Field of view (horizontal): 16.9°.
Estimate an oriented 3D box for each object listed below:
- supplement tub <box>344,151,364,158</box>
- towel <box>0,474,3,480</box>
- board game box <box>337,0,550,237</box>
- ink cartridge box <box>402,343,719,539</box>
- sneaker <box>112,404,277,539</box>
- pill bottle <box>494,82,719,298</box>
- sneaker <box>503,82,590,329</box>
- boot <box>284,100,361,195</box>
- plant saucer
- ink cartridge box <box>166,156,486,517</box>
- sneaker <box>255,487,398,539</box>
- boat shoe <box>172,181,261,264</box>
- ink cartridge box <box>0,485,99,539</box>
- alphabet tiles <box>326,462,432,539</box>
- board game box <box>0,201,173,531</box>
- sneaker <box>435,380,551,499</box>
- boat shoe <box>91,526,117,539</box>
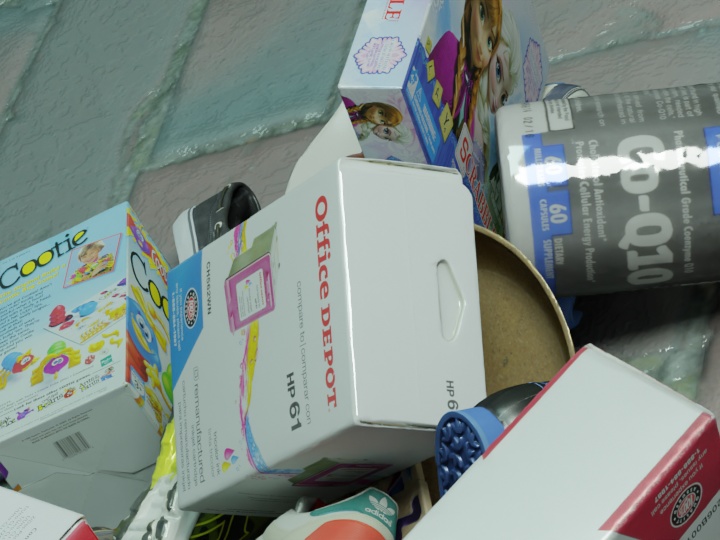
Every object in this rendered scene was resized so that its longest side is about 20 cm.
[{"bbox_3d":[0.000,0.000,1.511,0.106,0.107,0.201,-6,41,34],"label":"supplement tub"},{"bbox_3d":[-0.312,0.113,1.698,0.199,0.024,0.147,-17,37,22],"label":"towel"},{"bbox_3d":[0.054,-0.114,1.408,0.041,0.200,0.200,2,54,20],"label":"board game box"},{"bbox_3d":[0.109,0.158,1.123,0.083,0.200,0.145,27,63,37],"label":"ink cartridge box"},{"bbox_3d":[-0.086,0.148,1.419,0.074,0.084,0.201,4,68,64],"label":"sneaker"},{"bbox_3d":[0.180,-0.048,1.379,0.199,0.114,0.114,-6,36,3],"label":"pill bottle"},{"bbox_3d":[0.126,-0.034,1.496,0.085,0.077,0.201,-2,52,28],"label":"sneaker"},{"bbox_3d":[0.022,-0.088,1.653,0.073,0.090,0.201,28,91,31],"label":"boot"},{"bbox_3d":[0.051,0.072,1.357,0.199,0.035,0.202,-2,87,41],"label":"plant saucer"},{"bbox_3d":[-0.023,0.040,1.305,0.200,0.084,0.145,-30,60,52],"label":"ink cartridge box"},{"bbox_3d":[-0.041,0.176,1.297,0.200,0.070,0.094,-38,17,51],"label":"sneaker"},{"bbox_3d":[-0.076,-0.001,1.610,0.066,0.070,0.200,-42,24,10],"label":"boat shoe"},{"bbox_3d":[-0.145,0.215,1.261,0.175,0.200,0.084,11,51,47],"label":"ink cartridge box"},{"bbox_3d":[-0.011,0.172,1.309,0.167,0.008,0.200,-54,26,24],"label":"alphabet tiles"},{"bbox_3d":[-0.169,0.067,1.566,0.104,0.103,0.200,-24,34,12],"label":"board game box"},{"bbox_3d":[0.081,0.145,1.200,0.078,0.201,0.070,-17,37,-26],"label":"sneaker"},{"bbox_3d":[-0.224,0.213,1.443,0.199,0.075,0.073,-22,15,-20],"label":"boat shoe"}]
